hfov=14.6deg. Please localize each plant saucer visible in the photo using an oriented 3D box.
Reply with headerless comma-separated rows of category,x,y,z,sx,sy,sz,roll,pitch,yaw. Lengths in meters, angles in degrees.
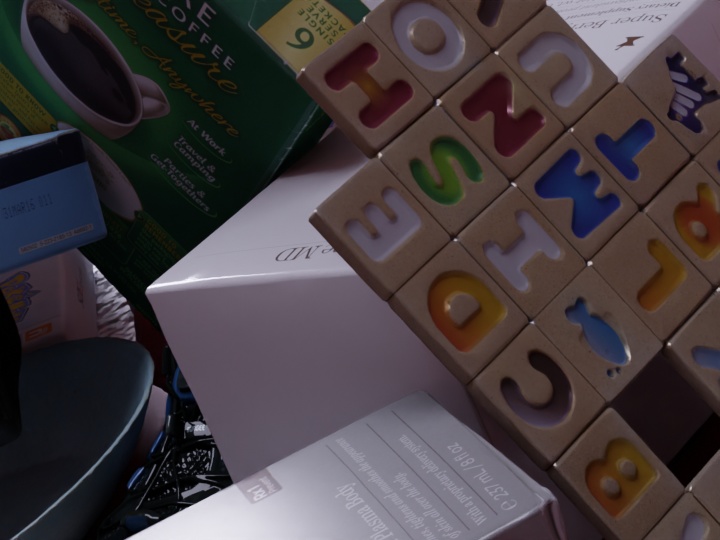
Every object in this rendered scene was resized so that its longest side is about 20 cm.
plant saucer,-0.154,0.096,1.020,0.200,0.039,0.201,-27,20,10

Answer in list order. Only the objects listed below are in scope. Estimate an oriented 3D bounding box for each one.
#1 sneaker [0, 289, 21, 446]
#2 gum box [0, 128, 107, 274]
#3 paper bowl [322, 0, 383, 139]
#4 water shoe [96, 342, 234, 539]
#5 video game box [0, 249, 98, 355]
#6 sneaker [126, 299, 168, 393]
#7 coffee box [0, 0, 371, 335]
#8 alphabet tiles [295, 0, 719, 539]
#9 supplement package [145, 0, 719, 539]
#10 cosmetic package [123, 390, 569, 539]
sneaker,-0.182,0.040,1.045,0.104,0.060,0.200,-21,12,0
gum box,-0.216,-0.003,1.026,0.169,0.045,0.200,-21,10,-35
paper bowl,-0.042,-0.088,1.285,0.200,0.105,0.201,-20,19,7
water shoe,-0.053,0.054,0.972,0.071,0.079,0.200,-12,23,29
video game box,-0.202,0.045,1.208,0.181,0.047,0.200,-21,20,0
sneaker,0.000,0.000,1.094,0.199,0.074,0.087,-22,33,15
coffee box,-0.072,-0.067,0.983,0.044,0.123,0.200,-42,-7,-30
alphabet tiles,0.077,-0.010,0.848,0.167,0.200,0.008,-42,-1,-41
supplement package,0.049,0.002,0.931,0.121,0.120,0.200,-5,27,41
cosmetic package,-0.039,0.124,0.775,0.199,0.091,0.107,-25,23,-13
